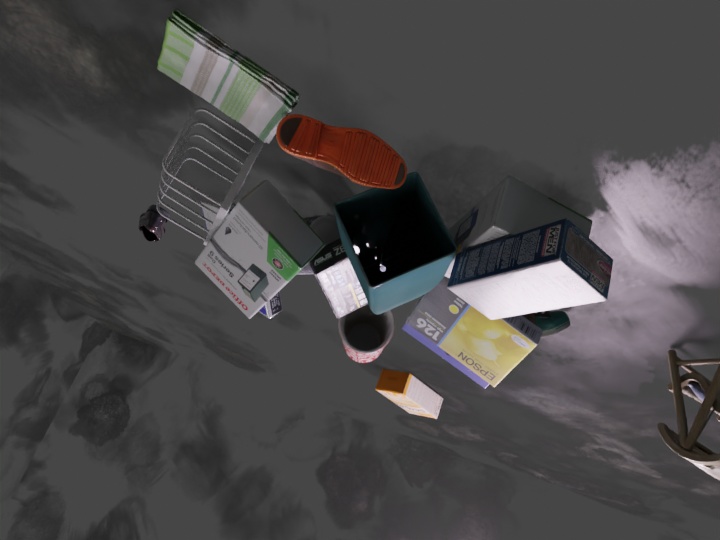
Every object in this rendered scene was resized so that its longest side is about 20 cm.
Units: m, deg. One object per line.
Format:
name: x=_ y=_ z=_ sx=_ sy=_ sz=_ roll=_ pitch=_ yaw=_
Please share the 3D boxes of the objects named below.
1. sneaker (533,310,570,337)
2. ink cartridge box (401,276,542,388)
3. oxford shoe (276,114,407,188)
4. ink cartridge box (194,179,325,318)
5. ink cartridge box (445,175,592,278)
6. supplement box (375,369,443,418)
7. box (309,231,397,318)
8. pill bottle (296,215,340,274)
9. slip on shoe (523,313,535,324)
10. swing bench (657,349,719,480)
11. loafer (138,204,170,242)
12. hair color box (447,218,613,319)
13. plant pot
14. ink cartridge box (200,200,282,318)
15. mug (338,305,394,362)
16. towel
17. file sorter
sneaker: x=0.286 y=0.084 z=1.132 sx=0.194 sy=0.082 sz=0.071 roll=-8 pitch=-175 yaw=15
ink cartridge box: x=0.179 y=0.112 z=1.056 sx=0.195 sy=0.047 sz=0.202 roll=34 pitch=134 yaw=6
oxford shoe: x=-0.026 y=-0.172 z=0.883 sx=0.195 sy=0.073 sz=0.073 roll=22 pitch=180 yaw=-7
ink cartridge box: x=-0.175 y=-0.029 z=1.031 sx=0.146 sy=0.084 sz=0.199 roll=45 pitch=135 yaw=-5
ink cartridge box: x=0.221 y=-0.034 z=0.908 sx=0.142 sy=0.089 sz=0.200 roll=25 pitch=158 yaw=-8
supplement box: x=0.157 y=0.396 z=1.948 sx=0.124 sy=0.075 sz=0.199 roll=-1 pitch=148 yaw=46
box: x=0.000 y=0.000 z=1.121 sx=0.158 sy=0.050 sz=0.201 roll=-25 pitch=151 yaw=-2
pill bottle: x=-0.130 y=-0.047 z=1.190 sx=0.197 sy=0.108 sz=0.106 roll=0 pitch=149 yaw=46
slip on shoe: x=0.219 y=0.093 z=1.099 sx=0.196 sy=0.062 sz=0.076 roll=4 pitch=145 yaw=36
swing bench: x=0.624 y=0.266 z=1.039 sx=0.196 sy=0.204 sz=0.129 roll=31 pitch=157 yaw=-20
loafer: x=-0.516 y=-0.103 z=1.491 sx=0.071 sy=0.064 sz=0.199 roll=29 pitch=157 yaw=-17
hair color box: x=0.219 y=0.005 z=0.807 sx=0.099 sy=0.062 sz=0.198 roll=33 pitch=153 yaw=-24
plant pot: x=0.048 y=-0.019 z=0.956 sx=0.138 sy=0.144 sz=0.201 roll=-21 pitch=157 yaw=-10
ink cartridge box: x=-0.235 y=-0.031 z=1.203 sx=0.198 sy=0.043 sz=0.203 roll=23 pitch=129 yaw=44
mug: x=0.006 y=0.132 z=1.487 sx=0.130 sy=0.182 sz=0.201 roll=-15 pitch=162 yaw=-6
towel: x=-0.194 y=-0.264 z=0.867 sx=0.197 sy=0.031 sz=0.149 roll=30 pitch=156 yaw=-17
file sorter: x=-0.265 y=-0.156 z=1.035 sx=0.123 sy=0.141 sz=0.200 roll=29 pitch=157 yaw=-12
